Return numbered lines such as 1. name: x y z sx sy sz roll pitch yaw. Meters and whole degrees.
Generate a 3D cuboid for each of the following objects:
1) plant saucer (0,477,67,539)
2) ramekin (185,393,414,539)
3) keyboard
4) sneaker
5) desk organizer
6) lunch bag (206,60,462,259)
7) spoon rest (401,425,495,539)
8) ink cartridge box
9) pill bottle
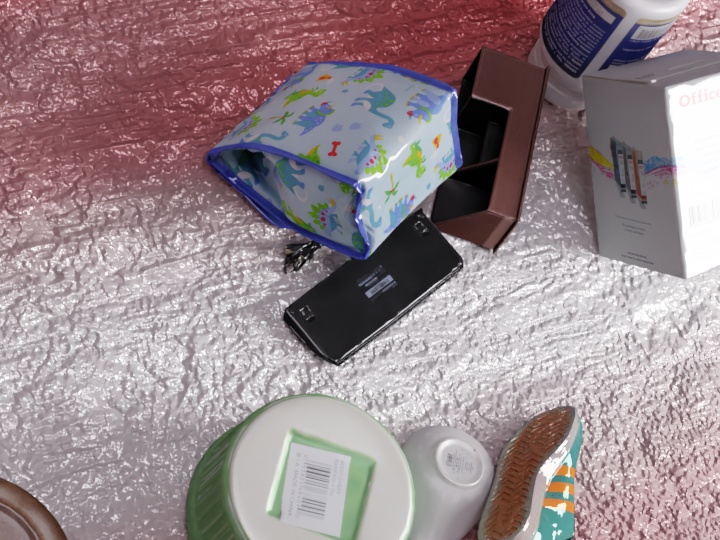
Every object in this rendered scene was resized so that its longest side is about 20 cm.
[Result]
1. plant saucer: -0.332 0.258 1.400 0.199 0.037 0.201 9 62 -17
2. ramekin: -0.048 0.207 1.493 0.199 0.098 0.201 8 63 -17
3. keyboard: 0.000 0.000 1.661 0.200 0.021 0.127 -36 82 -32
4. sneaker: 0.171 0.216 1.596 0.080 0.071 0.200 59 41 -26
5. desk organizer: 0.134 -0.128 1.744 0.077 0.072 0.201 19 60 -8
6. lunch bag: -0.027 -0.122 1.651 0.199 0.128 0.170 25 52 28
7. spoon rest: 0.073 0.228 1.562 0.099 0.061 0.201 24 46 -9
8. ink cartridge box: 0.331 -0.114 1.717 0.145 0.144 0.201 -16 108 -26
9. pill bottle: 0.258 -0.262 1.778 0.115 0.200 0.116 10 59 -16
